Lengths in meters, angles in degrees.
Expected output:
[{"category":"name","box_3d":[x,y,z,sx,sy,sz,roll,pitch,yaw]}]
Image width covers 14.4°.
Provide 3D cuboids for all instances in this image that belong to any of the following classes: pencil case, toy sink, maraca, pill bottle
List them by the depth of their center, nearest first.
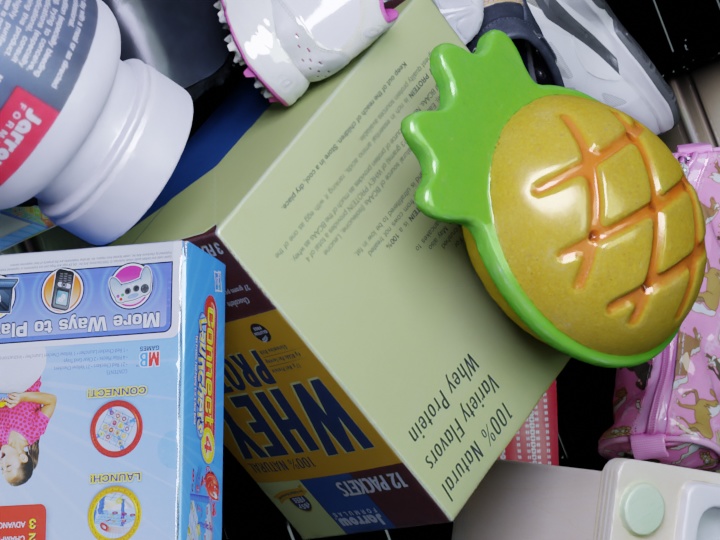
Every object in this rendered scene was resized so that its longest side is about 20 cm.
[{"category":"pill bottle","box_3d":[-0.184,-0.099,1.369,0.200,0.119,0.120,32,63,-25]},{"category":"maraca","box_3d":[0.099,-0.035,1.444,0.200,0.107,0.137,39,53,-26]},{"category":"toy sink","box_3d":[0.158,0.162,1.574,0.130,0.200,0.113,10,86,-32]},{"category":"pencil case","box_3d":[0.190,0.024,1.711,0.086,0.083,0.201,18,70,-32]}]

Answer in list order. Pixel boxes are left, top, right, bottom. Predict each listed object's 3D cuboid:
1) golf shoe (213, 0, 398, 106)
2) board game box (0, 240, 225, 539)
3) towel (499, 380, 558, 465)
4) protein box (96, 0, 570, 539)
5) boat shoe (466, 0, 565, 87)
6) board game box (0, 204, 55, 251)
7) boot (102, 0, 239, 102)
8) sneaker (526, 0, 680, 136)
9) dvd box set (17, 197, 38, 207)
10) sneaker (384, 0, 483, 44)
[{"category":"golf shoe","box_3d":[-0.039,-0.183,1.482,0.075,0.091,0.201,36,33,-61]},{"category":"board game box","box_3d":[-0.166,0.093,1.379,0.056,0.199,0.197,32,56,-67]},{"category":"towel","box_3d":[0.034,0.058,1.631,0.199,0.022,0.145,7,76,-34]},{"category":"protein box","box_3d":[0.000,0.000,1.517,0.200,0.135,0.199,51,56,-19]},{"category":"boat shoe","box_3d":[0.089,-0.075,1.630,0.074,0.062,0.200,-23,130,-8]},{"category":"board game box","box_3d":[-0.198,-0.115,1.500,0.134,0.034,0.201,-26,95,-36]},{"category":"boot","box_3d":[-0.130,-0.157,1.455,0.169,0.076,0.200,69,21,-5]},{"category":"sneaker","box_3d":[0.105,-0.119,1.703,0.200,0.115,0.076,43,11,-47]},{"category":"dvd box set","box_3d":[-0.229,-0.131,1.439,0.146,0.029,0.201,-2,80,-36]},{"category":"sneaker","box_3d":[-0.010,-0.192,1.581,0.200,0.078,0.099,32,31,10]}]
